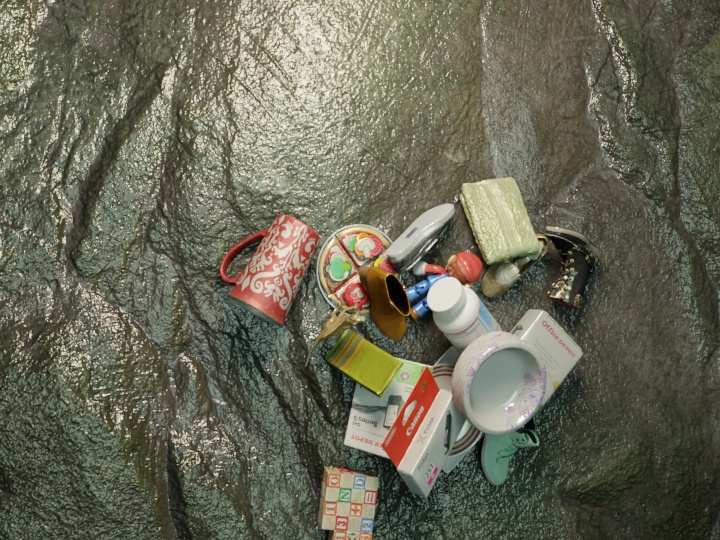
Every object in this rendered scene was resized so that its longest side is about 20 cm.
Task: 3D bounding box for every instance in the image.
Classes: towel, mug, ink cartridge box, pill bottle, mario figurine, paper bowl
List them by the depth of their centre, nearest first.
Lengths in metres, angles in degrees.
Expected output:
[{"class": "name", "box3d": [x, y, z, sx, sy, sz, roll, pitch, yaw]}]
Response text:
[{"class": "ink cartridge box", "box3d": [0.136, 0.329, 1.461, 0.202, 0.043, 0.175, -55, 135, -28]}, {"class": "mug", "box3d": [-0.190, -0.014, 1.485, 0.175, 0.133, 0.204, 30, 78, -11]}, {"class": "paper bowl", "box3d": [0.280, 0.228, 1.488, 0.195, 0.104, 0.207, -6, 107, -19]}, {"class": "towel", "box3d": [0.004, 0.189, 1.491, 0.018, 0.198, 0.087, 41, 80, -38]}, {"class": "ink cartridge box", "box3d": [0.061, 0.288, 1.516, 0.142, 0.084, 0.206, 9, 84, 26]}, {"class": "pill bottle", "box3d": [0.222, 0.105, 1.535, 0.109, 0.108, 0.200, -50, 131, -10]}, {"class": "mario figurine", "box3d": [0.185, 0.031, 1.604, 0.197, 0.107, 0.125, -31, 130, -2]}, {"class": "towel", "box3d": [0.314, -0.117, 1.615, 0.144, 0.037, 0.205, -12, 69, -10]}, {"class": "ink cartridge box", "box3d": [0.386, 0.211, 1.621, 0.145, 0.087, 0.201, 43, 82, -8]}]

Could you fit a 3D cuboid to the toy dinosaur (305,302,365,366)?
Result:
[{"class": "toy dinosaur", "box3d": [-0.058, 0.121, 1.522, 0.058, 0.199, 0.101, 48, 37, -4]}]

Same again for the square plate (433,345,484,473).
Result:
[{"class": "square plate", "box3d": [0.198, 0.311, 1.605, 0.199, 0.028, 0.199, -42, 97, -11]}]

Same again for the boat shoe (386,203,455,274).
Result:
[{"class": "boat shoe", "box3d": [0.143, -0.069, 1.590, 0.200, 0.071, 0.069, -43, 121, -22]}]

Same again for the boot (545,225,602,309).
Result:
[{"class": "boot", "box3d": [0.472, -0.007, 1.634, 0.198, 0.072, 0.154, 25, 85, -42]}]

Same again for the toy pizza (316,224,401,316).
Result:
[{"class": "toy pizza", "box3d": [0.000, 0.000, 1.573, 0.194, 0.032, 0.207, 0, 88, -12]}]

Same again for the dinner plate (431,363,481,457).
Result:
[{"class": "dinner plate", "box3d": [0.186, 0.308, 1.576, 0.194, 0.024, 0.207, 0, 88, -12]}]

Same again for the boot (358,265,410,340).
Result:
[{"class": "boot", "box3d": [0.069, 0.082, 1.508, 0.070, 0.143, 0.204, -34, 114, -14]}]

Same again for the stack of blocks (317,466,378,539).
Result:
[{"class": "stack of blocks", "box3d": [-0.032, 0.535, 1.529, 0.112, 0.058, 0.206, 7, 86, -12]}]

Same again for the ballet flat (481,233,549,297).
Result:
[{"class": "ballet flat", "box3d": [0.357, -0.016, 1.635, 0.200, 0.065, 0.071, -45, 97, -10]}]

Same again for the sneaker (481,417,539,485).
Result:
[{"class": "sneaker", "box3d": [0.331, 0.394, 1.566, 0.073, 0.117, 0.207, -13, 109, -40]}]
